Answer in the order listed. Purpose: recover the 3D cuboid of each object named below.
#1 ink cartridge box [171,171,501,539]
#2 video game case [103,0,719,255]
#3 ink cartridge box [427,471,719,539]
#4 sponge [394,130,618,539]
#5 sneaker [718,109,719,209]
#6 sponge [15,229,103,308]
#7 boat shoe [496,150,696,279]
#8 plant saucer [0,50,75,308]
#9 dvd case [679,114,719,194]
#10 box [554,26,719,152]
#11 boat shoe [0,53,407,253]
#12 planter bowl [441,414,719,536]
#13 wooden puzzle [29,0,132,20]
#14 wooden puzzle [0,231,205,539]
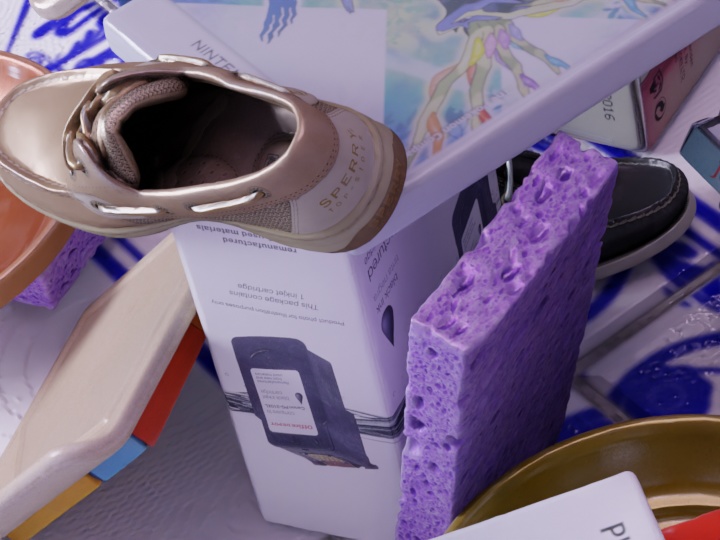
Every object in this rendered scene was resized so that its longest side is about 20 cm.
[{"bbox_3d":[0.000,0.000,0.998,0.084,0.200,0.145,10,48,22],"label":"ink cartridge box"},{"bbox_3d":[0.024,-0.105,0.937,0.200,0.022,0.182,-33,46,-19],"label":"video game case"},{"bbox_3d":[0.124,0.150,0.796,0.173,0.044,0.200,-20,43,-2],"label":"ink cartridge box"},{"bbox_3d":[0.054,0.046,0.933,0.030,0.200,0.112,28,57,16],"label":"sponge"},{"bbox_3d":[0.198,-0.020,1.036,0.079,0.079,0.200,-7,40,-23],"label":"sneaker"},{"bbox_3d":[-0.216,-0.043,1.223,0.200,0.030,0.112,11,49,26],"label":"sponge"},{"bbox_3d":[0.059,-0.033,1.112,0.200,0.068,0.072,-2,43,13],"label":"boat shoe"},{"bbox_3d":[-0.227,-0.032,1.160,0.200,0.032,0.200,-9,47,10],"label":"plant saucer"},{"bbox_3d":[0.252,-0.036,1.005,0.200,0.022,0.146,-21,59,-39],"label":"dvd case"},{"bbox_3d":[0.131,-0.173,1.204,0.128,0.109,0.200,16,51,31],"label":"box"},{"bbox_3d":[-0.076,-0.052,0.868,0.200,0.064,0.071,6,75,39],"label":"boat shoe"},{"bbox_3d":[0.122,0.156,0.882,0.200,0.084,0.201,-8,43,8],"label":"planter bowl"},{"bbox_3d":[-0.037,-0.177,1.039,0.185,0.046,0.200,-33,7,25],"label":"wooden puzzle"},{"bbox_3d":[-0.109,0.048,1.036,0.185,0.037,0.200,-37,17,50],"label":"wooden puzzle"}]
